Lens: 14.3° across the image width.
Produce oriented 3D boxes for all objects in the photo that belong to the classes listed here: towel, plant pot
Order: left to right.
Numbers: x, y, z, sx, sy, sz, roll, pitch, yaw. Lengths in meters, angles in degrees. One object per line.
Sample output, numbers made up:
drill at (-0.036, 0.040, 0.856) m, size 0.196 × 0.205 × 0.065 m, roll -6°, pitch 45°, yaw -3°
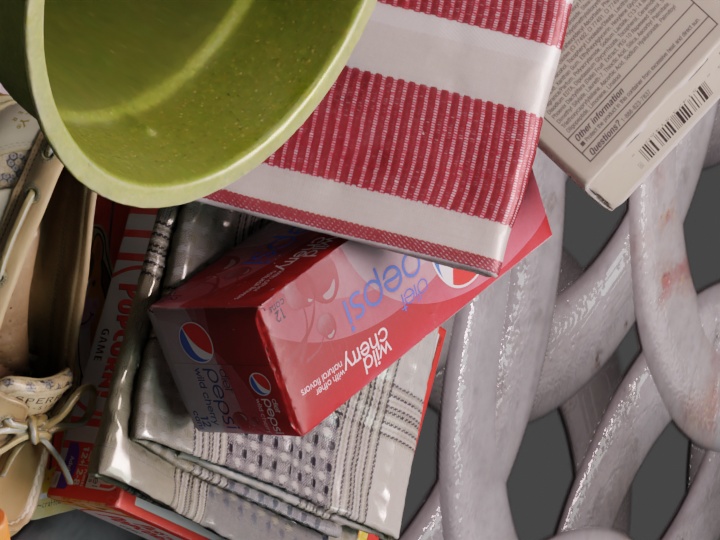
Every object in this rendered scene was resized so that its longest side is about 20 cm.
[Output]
plant pot at (-0.117, -0.152, 1.084) m, size 0.200 × 0.189 × 0.201 m, roll -34°, pitch 138°, yaw -38°
towel at (-0.031, 0.032, 1.305) m, size 0.192 × 0.034 × 0.201 m, roll 31°, pitch 69°, yaw -48°
towel at (0.016, -0.109, 1.223) m, size 0.023 × 0.143 × 0.201 m, roll 73°, pitch 31°, yaw -81°

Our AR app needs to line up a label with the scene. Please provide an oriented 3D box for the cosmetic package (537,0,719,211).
cosmetic package at (0.070, -0.133, 1.275) m, size 0.104 × 0.200 × 0.073 m, roll -46°, pitch 163°, yaw 5°

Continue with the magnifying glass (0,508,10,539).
magnifying glass at (-0.157, 0.183, 1.284) m, size 0.080 × 0.022 × 0.201 m, roll -44°, pitch 143°, yaw -37°

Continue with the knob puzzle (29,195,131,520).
knob puzzle at (-0.091, 0.009, 1.356) m, size 0.219 × 0.030 × 0.221 m, roll -26°, pitch 121°, yaw -53°

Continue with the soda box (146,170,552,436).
soda box at (0.000, 0.000, 1.270) m, size 0.200 × 0.070 × 0.064 m, roll -37°, pitch 117°, yaw -43°

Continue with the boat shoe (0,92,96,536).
boat shoe at (-0.150, 0.027, 1.233) m, size 0.073 × 0.062 × 0.201 m, roll -21°, pitch 118°, yaw -56°

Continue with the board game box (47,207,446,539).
board game box at (-0.049, 0.065, 1.350) m, size 0.200 × 0.046 × 0.152 m, roll 30°, pitch 70°, yaw -49°
